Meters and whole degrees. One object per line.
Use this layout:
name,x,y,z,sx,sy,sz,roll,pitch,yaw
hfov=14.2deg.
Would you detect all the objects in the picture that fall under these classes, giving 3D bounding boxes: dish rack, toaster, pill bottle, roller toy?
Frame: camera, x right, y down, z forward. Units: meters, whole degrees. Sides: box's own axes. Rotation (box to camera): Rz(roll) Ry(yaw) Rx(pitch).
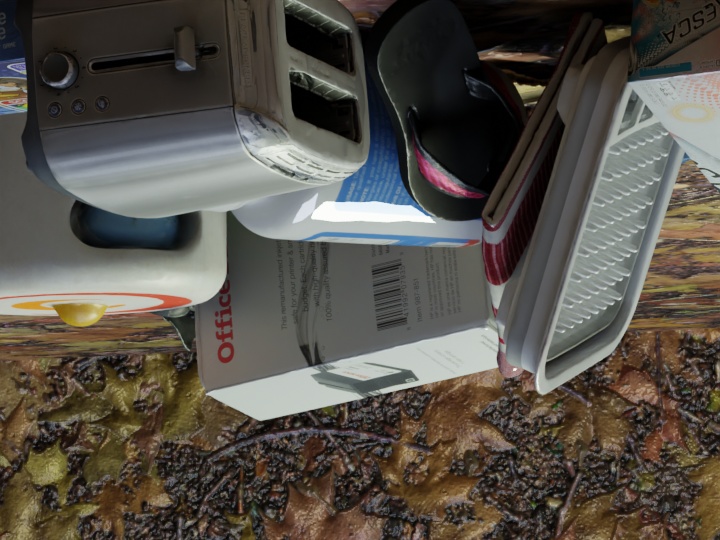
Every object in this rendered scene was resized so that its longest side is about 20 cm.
dish rack,0.130,-0.042,1.570,0.043,0.201,0.172,20,-163,18
toaster,-0.077,-0.088,1.433,0.129,0.114,0.200,-7,171,19
pill bottle,-0.012,-0.072,1.621,0.199,0.113,0.112,3,172,-37
roller toy,-0.175,-0.036,1.764,0.199,0.140,0.182,-3,174,14

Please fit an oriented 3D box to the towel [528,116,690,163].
towel,0.176,-0.088,1.739,0.111,0.049,0.200,-3,169,-27

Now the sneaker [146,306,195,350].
sneaker,-0.120,-0.014,1.969,0.060,0.104,0.200,20,168,22

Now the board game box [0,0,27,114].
board game box,-0.217,-0.110,1.540,0.199,0.035,0.135,-5,173,21

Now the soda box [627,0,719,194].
soda box,0.206,-0.088,1.513,0.068,0.064,0.200,-5,155,26

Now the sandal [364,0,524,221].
sandal,0.053,-0.075,1.535,0.045,0.075,0.200,42,172,31

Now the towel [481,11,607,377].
towel,0.103,-0.040,1.610,0.023,0.144,0.200,21,159,16

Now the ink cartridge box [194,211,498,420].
ink cartridge box,0.000,0.000,1.824,0.199,0.146,0.084,-14,157,22

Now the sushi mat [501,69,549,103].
sushi mat,0.050,-0.104,1.796,0.095,0.012,0.200,3,173,-43
